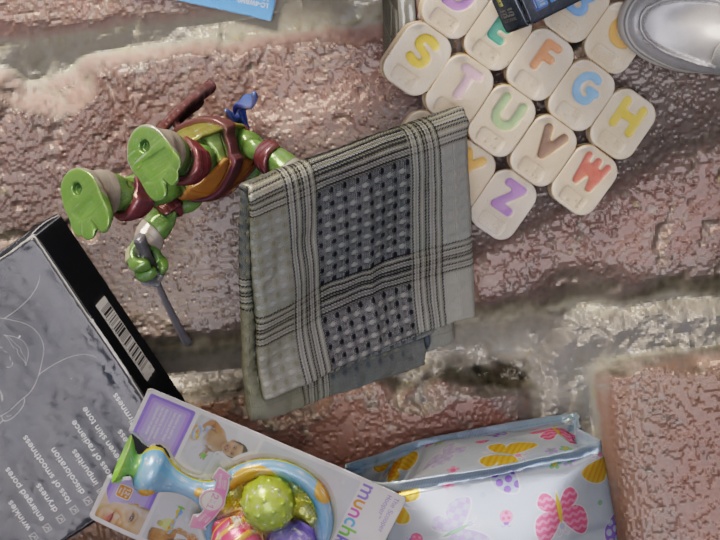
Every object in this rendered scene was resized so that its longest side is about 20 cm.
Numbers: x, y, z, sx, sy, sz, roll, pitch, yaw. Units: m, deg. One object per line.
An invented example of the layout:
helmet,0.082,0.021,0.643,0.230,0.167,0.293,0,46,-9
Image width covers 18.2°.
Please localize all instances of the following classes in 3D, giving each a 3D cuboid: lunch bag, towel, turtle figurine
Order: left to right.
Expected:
turtle figurine,-0.107,-0.033,1.585,0.143,0.193,0.202,9,95,30
towel,0.000,0.000,1.593,0.191,0.034,0.201,-21,127,-30
lunch bag,0.085,0.207,1.654,0.198,0.127,0.171,-12,100,-5

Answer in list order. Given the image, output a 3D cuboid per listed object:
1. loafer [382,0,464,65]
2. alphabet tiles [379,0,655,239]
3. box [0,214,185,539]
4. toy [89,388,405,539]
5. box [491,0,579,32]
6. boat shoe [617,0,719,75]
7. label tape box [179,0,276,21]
loafer,0.051,-0.236,1.625,0.062,0.072,0.202,-1,105,-13
alphabet tiles,0.115,-0.129,1.627,0.199,0.015,0.196,34,95,-19
box,-0.254,0.099,1.655,0.196,0.124,0.201,-33,96,6
toy,-0.082,0.175,1.578,0.199,0.047,0.116,25,112,-5
box,0.160,-0.281,1.583,0.199,0.051,0.159,-26,96,-16
boat shoe,0.285,-0.164,1.609,0.198,0.069,0.073,15,96,-5
label tape box,-0.113,-0.292,1.620,0.142,0.066,0.202,13,97,1
